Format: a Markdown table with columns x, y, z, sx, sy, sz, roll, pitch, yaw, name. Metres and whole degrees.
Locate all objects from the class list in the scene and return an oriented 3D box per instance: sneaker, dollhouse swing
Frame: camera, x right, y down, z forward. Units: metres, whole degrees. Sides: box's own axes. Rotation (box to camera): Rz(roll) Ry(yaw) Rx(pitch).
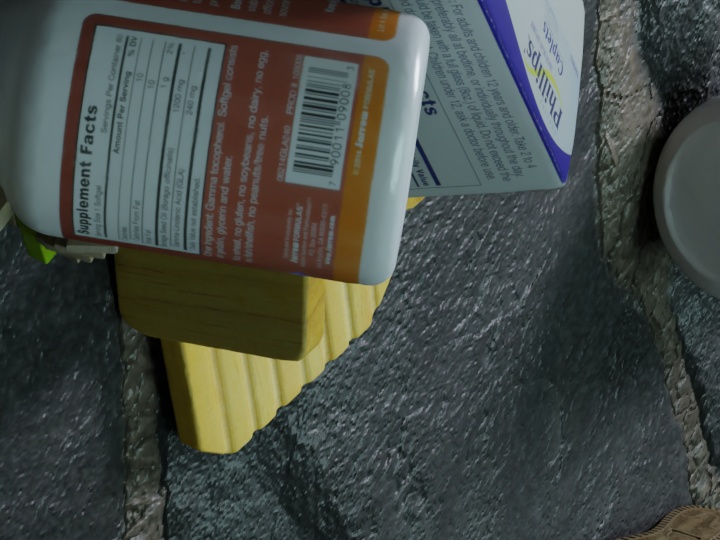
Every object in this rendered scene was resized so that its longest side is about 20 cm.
| x | y | z | sx | sy | sz | roll | pitch | yaw | name |
| --- | --- | --- | --- | --- | --- | --- | --- | --- | --- |
| 0.208 | 0.243 | 1.911 | 0.200 | 0.071 | 0.113 | -15 | 118 | -55 | sneaker |
| 0.000 | 0.000 | 1.358 | 0.200 | 0.181 | 0.176 | -43 | 126 | -36 | dollhouse swing |

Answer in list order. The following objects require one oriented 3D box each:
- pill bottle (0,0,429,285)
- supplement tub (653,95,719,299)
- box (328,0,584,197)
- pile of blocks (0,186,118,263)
| x | y | z | sx | sy | sz | roll | pitch | yaw | name |
| --- | --- | --- | --- | --- | --- | --- | --- | --- | --- |
| -0.077 | -0.063 | 1.088 | 0.112 | 0.199 | 0.113 | 9 | 90 | -88 | pill bottle |
| 0.298 | -0.058 | 1.792 | 0.200 | 0.140 | 0.141 | -14 | 121 | -53 | supplement tub |
| -0.020 | -0.123 | 1.184 | 0.184 | 0.199 | 0.105 | 59 | 34 | -53 | box |
| -0.090 | -0.028 | 1.178 | 0.062 | 0.199 | 0.082 | 82 | 15 | -59 | pile of blocks |
